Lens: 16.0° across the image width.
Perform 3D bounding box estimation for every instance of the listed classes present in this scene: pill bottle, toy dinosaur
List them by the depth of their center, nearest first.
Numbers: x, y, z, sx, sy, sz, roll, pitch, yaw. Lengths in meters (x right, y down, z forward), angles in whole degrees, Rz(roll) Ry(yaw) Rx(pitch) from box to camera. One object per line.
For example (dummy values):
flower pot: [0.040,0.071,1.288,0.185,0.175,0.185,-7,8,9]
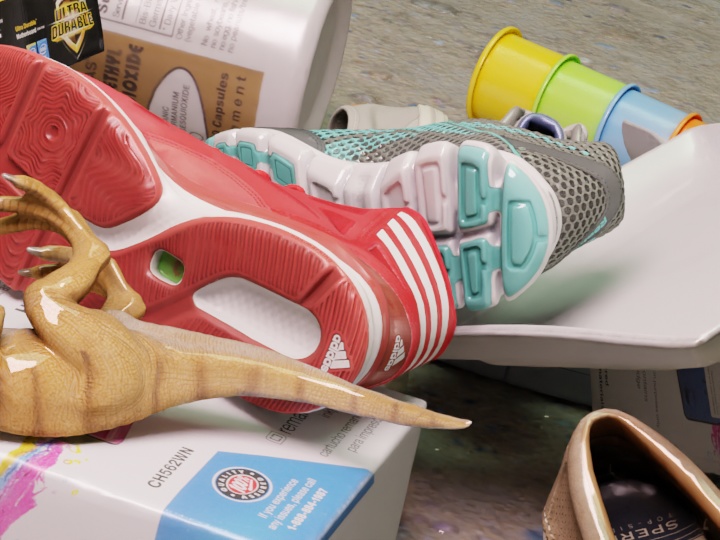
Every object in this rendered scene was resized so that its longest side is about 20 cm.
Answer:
toy dinosaur: [-0.079,0.028,0.802,0.199,0.060,0.106,-2,51,-20]
pill bottle: [-0.113,-0.127,1.298,0.199,0.115,0.114,16,21,7]

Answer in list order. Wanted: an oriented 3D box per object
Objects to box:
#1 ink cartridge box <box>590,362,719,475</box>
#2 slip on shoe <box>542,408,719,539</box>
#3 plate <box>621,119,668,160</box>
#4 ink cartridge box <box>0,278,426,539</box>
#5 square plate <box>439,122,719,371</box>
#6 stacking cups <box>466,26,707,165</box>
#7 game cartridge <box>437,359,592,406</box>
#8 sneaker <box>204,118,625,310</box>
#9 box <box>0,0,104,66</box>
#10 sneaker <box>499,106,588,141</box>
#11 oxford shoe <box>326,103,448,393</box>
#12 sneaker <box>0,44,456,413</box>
ink cartridge box: [0.201,0.032,1.006,0.145,0.088,0.200,-7,7,-26]
slip on shoe: [0.117,0.125,0.819,0.076,0.061,0.200,-14,44,-12]
plate: [0.217,-0.009,1.222,0.199,0.032,0.200,27,7,-5]
ink cartridge box: [-0.097,0.072,0.850,0.199,0.085,0.145,17,21,12]
square plate: [0.128,-0.010,0.956,0.200,0.029,0.198,-30,16,-31]
stacking cups: [0.156,-0.074,1.400,0.200,0.061,0.060,23,23,25]
game cartridge: [0.123,0.025,1.169,0.199,0.041,0.133,12,25,-5]
sneaker: [0.019,-0.024,0.989,0.091,0.078,0.200,-18,18,-42]
box: [-0.235,-0.094,1.134,0.199,0.050,0.160,-5,12,22]
sneaker: [0.080,-0.033,1.123,0.074,0.087,0.200,13,20,5]
oxford shoe: [0.000,0.000,1.067,0.058,0.075,0.200,11,42,-2]
sneaker: [-0.054,-0.012,0.902,0.200,0.078,0.115,37,17,25]
